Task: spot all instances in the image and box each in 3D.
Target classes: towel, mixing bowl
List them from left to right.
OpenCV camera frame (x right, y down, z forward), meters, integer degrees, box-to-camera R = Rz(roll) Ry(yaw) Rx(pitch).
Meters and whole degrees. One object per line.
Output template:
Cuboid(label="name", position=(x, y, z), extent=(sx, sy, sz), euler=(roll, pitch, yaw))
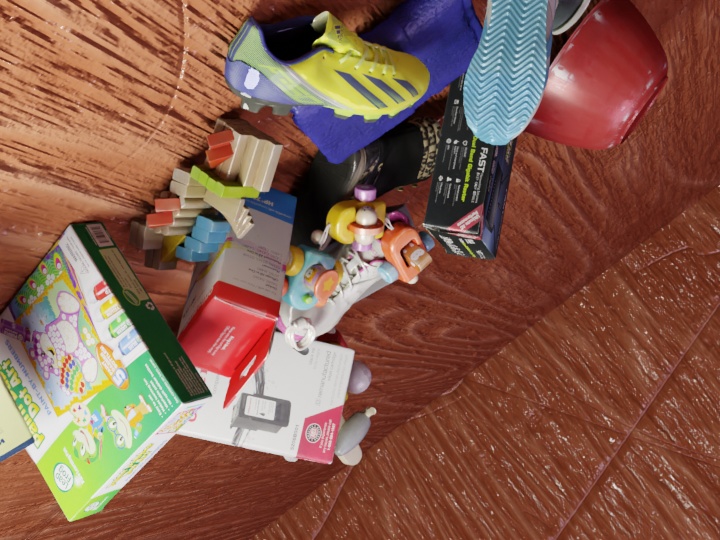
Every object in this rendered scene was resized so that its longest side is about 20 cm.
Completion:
Cuboid(label="towel", position=(0.025, -0.193, 1.019), extent=(0.200, 0.050, 0.148), euler=(-36, 157, 5))
Cuboid(label="mixing bowl", position=(0.291, -0.218, 1.271), extent=(0.200, 0.108, 0.200), euler=(-51, 169, -14))

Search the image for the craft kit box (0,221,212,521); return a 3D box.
Cuboid(label="craft kit box", position=(-0.253, 0.093, 0.987), extent=(0.198, 0.200, 0.048), euler=(-47, 161, 31))

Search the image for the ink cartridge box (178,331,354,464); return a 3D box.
Cuboid(label="ink cartridge box", position=(-0.123, 0.147, 1.318), extent=(0.200, 0.145, 0.083), euler=(13, 171, -10))

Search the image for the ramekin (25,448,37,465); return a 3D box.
Cuboid(label="ramekin", position=(-0.300, 0.143, 1.216), extent=(0.200, 0.098, 0.201), euler=(-32, 163, -11))

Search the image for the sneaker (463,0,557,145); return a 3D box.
Cuboid(label="sneaker", position=(0.148, -0.215, 0.997), extent=(0.081, 0.076, 0.200), euler=(-19, 121, -69))

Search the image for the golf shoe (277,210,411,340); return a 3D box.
Cuboid(label="golf shoe", position=(-0.017, -0.001, 1.201), extent=(0.200, 0.075, 0.092), euler=(-44, 176, -31))

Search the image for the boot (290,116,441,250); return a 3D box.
Cuboid(label="boot", position=(0.000, -0.093, 1.207), extent=(0.150, 0.073, 0.200), euler=(-23, 154, -38))

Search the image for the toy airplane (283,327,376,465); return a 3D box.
Cuboid(label="toy airplane", position=(-0.054, 0.159, 1.442), extent=(0.141, 0.199, 0.200), euler=(-15, 163, 22))

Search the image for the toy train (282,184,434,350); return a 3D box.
Cuboid(label="toy train", position=(0.000, 0.000, 1.125), extent=(0.200, 0.056, 0.150), euler=(-38, 129, -20))

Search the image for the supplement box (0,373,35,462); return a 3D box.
Cuboid(label="supplement box", position=(-0.393, 0.108, 0.858), extent=(0.200, 0.134, 0.200), euler=(-30, 163, -19))

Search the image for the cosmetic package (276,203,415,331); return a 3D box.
Cuboid(label="cosmetic package", position=(-0.028, -0.003, 1.319), extent=(0.200, 0.090, 0.107), euler=(-31, -169, -26))

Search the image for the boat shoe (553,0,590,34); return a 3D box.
Cuboid(label="boat shoe", position=(0.211, -0.309, 1.071), extent=(0.062, 0.073, 0.200), euler=(14, 158, -9))

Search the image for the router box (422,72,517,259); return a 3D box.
Cuboid(label="router box", position=(0.129, -0.122, 1.187), extent=(0.150, 0.062, 0.200), euler=(33, 68, -74))

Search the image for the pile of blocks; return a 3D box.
Cuboid(label="pile of blocks", position=(-0.151, -0.056, 0.980), extent=(0.062, 0.082, 0.200), euler=(-5, 145, -49))

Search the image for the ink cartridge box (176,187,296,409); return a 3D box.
Cuboid(label="ink cartridge box", position=(-0.125, 0.021, 1.054), extent=(0.067, 0.200, 0.116), euler=(22, 137, -18))

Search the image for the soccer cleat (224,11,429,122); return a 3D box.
Cuboid(label="soccer cleat", position=(-0.017, -0.173, 0.892), extent=(0.200, 0.065, 0.084), euler=(-5, 133, -34))
